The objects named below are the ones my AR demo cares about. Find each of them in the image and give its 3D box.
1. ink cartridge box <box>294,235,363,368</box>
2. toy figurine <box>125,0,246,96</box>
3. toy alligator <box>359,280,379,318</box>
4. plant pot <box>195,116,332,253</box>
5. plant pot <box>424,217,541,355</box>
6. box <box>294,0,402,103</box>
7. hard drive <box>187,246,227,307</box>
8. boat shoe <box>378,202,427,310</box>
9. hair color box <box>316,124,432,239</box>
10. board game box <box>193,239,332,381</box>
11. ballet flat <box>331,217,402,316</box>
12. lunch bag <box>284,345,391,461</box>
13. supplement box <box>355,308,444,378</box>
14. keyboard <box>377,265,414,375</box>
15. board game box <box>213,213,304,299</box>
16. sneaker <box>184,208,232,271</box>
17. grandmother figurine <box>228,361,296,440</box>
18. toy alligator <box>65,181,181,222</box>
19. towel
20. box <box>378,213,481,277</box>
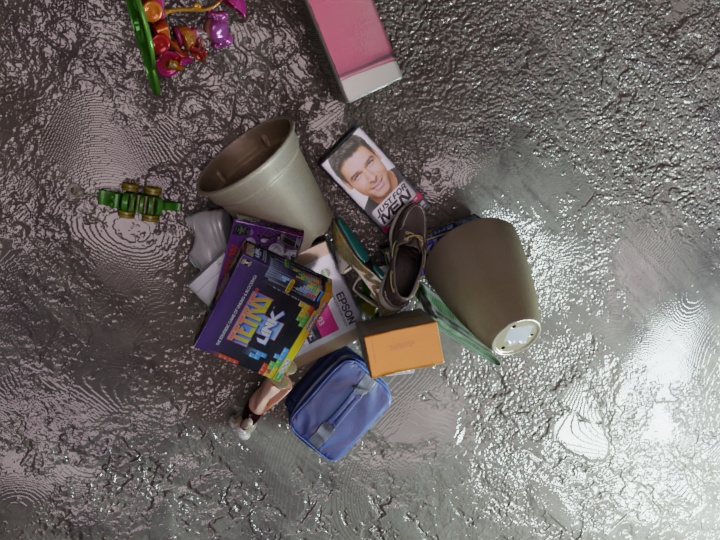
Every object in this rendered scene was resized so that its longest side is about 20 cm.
[{"bbox_3d":[-0.099,0.057,1.646,0.163,0.075,0.202,-26,106,-3],"label":"ink cartridge box"},{"bbox_3d":[-0.276,-0.405,1.490,0.182,0.150,0.202,-18,128,-16],"label":"toy figurine"},{"bbox_3d":[0.051,0.094,1.692,0.201,0.054,0.059,54,53,-14],"label":"toy alligator"},{"bbox_3d":[-0.149,-0.129,1.548,0.200,0.201,0.184,-36,119,-1],"label":"plant pot"},{"bbox_3d":[0.234,0.043,1.587,0.185,0.201,0.188,-13,138,-12],"label":"plant pot"},{"bbox_3d":[-0.024,-0.399,1.528,0.108,0.128,0.202,-25,107,-5],"label":"box"},{"bbox_3d":[-0.185,0.052,1.576,0.132,0.027,0.200,-41,107,4],"label":"hard drive"},{"bbox_3d":[0.083,-0.031,1.567,0.071,0.059,0.202,23,68,-17],"label":"boat shoe"},{"bbox_3d":[0.025,-0.156,1.629,0.099,0.061,0.200,-44,106,1],"label":"hair color box"},{"bbox_3d":[-0.162,0.071,1.501,0.164,0.057,0.201,23,116,-17],"label":"board game box"},{"bbox_3d":[0.000,0.000,1.596,0.071,0.071,0.200,-41,92,0],"label":"ballet flat"},{"bbox_3d":[-0.036,0.241,1.670,0.136,0.132,0.200,40,93,-17],"label":"lunch bag"},{"bbox_3d":[0.064,0.122,1.541,0.125,0.200,0.074,-12,95,-2],"label":"supplement box"},{"bbox_3d":[0.062,0.091,1.641,0.056,0.011,0.202,-7,97,-10],"label":"keyboard"},{"bbox_3d":[-0.176,0.010,1.513,0.119,0.032,0.202,15,118,-7],"label":"board game box"},{"bbox_3d":[-0.263,-0.011,1.609,0.087,0.075,0.202,-4,108,11],"label":"sneaker"},{"bbox_3d":[-0.185,0.245,1.639,0.060,0.121,0.200,38,129,2],"label":"grandmother figurine"},{"bbox_3d":[-0.408,-0.120,1.554,0.198,0.054,0.060,8,101,-13],"label":"toy alligator"},{"bbox_3d":[0.172,0.093,1.642,0.152,0.200,0.023,33,101,-16],"label":"towel"},{"bbox_3d":[0.138,-0.039,1.676,0.198,0.064,0.071,-18,105,-6],"label":"box"}]
